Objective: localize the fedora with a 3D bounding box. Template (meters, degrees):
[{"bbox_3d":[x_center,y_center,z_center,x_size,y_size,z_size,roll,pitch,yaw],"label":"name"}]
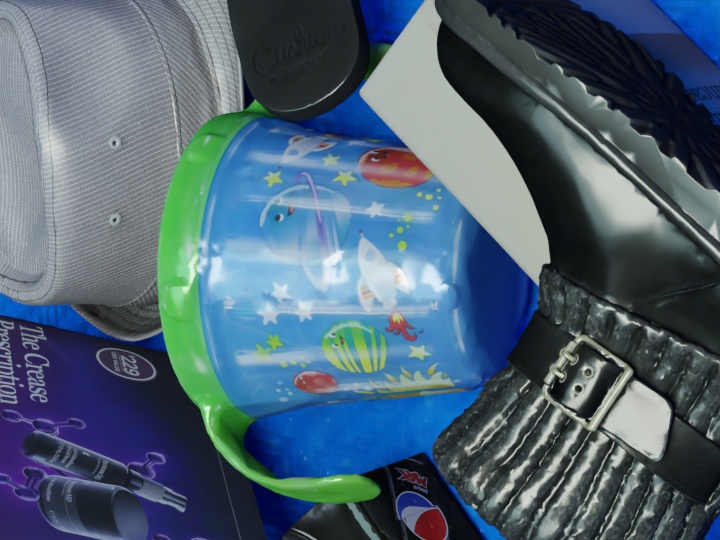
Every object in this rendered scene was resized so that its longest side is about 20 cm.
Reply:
[{"bbox_3d":[-0.135,-0.063,1.129,0.177,0.090,0.201,25,115,44],"label":"fedora"}]

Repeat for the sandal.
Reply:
[{"bbox_3d":[-0.043,-0.156,1.055,0.075,0.045,0.201,-28,55,17],"label":"sandal"}]

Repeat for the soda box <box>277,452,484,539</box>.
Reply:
[{"bbox_3d":[-0.032,0.170,1.125,0.200,0.071,0.063,-46,72,32],"label":"soda box"}]

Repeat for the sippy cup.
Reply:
[{"bbox_3d":[0.000,0.000,1.046,0.130,0.140,0.179,2,109,24],"label":"sippy cup"}]

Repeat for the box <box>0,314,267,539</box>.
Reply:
[{"bbox_3d":[-0.124,0.106,1.080,0.200,0.141,0.079,-113,43,-59],"label":"box"}]

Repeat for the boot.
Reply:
[{"bbox_3d":[0.072,0.007,0.893,0.211,0.079,0.158,46,115,20],"label":"boot"}]

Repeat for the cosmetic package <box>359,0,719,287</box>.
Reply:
[{"bbox_3d":[0.109,-0.037,0.972,0.200,0.103,0.087,48,119,18],"label":"cosmetic package"}]
